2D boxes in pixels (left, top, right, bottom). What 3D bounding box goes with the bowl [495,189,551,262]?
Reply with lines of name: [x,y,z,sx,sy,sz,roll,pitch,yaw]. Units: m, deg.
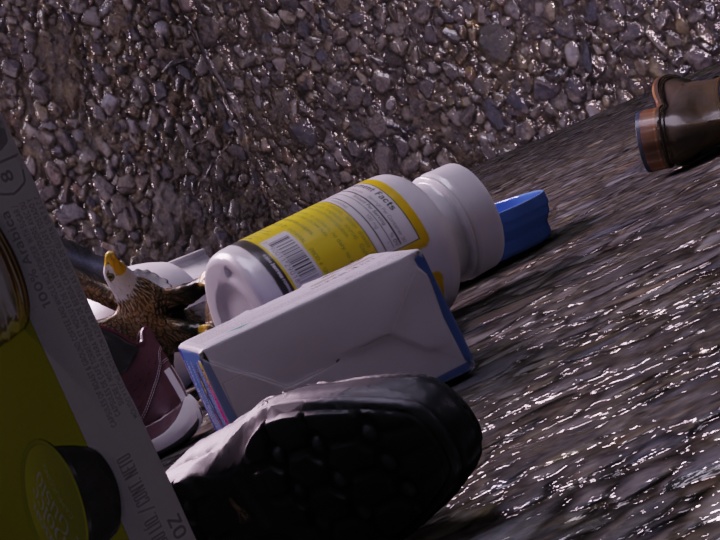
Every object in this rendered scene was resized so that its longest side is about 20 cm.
bowl: [0.065,-0.013,1.719,0.199,0.040,0.201,-21,4,1]

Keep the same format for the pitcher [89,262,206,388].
pitcher: [-0.228,0.091,1.814,0.200,0.121,0.172,-39,-5,-30]

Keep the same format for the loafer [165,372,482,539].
loafer: [-0.016,0.072,0.803,0.070,0.068,0.200,-38,7,-36]

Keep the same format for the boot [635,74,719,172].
boot: [0.305,-0.135,1.831,0.096,0.075,0.200,-11,16,20]

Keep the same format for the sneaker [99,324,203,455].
sneaker: [-0.217,0.099,1.439,0.199,0.116,0.076,-25,3,-12]

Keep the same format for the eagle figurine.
eagle figurine: [-0.198,0.035,1.697,0.198,0.152,0.152,-6,16,16]

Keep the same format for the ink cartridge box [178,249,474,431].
ink cartridge box: [-0.026,0.048,1.198,0.135,0.077,0.200,-25,5,-8]

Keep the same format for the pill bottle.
pill bottle: [0.000,0.000,1.460,0.199,0.112,0.111,-26,3,-25]

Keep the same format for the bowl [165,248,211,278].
bowl: [-0.178,0.038,2.000,0.199,0.091,0.201,-22,2,1]

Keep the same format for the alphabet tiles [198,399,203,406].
alphabet tiles: [-0.035,0.058,1.717,0.198,0.008,0.167,-24,3,3]

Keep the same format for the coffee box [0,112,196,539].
coffee box: [-0.202,0.093,0.695,0.199,0.201,0.197,-20,6,46]
